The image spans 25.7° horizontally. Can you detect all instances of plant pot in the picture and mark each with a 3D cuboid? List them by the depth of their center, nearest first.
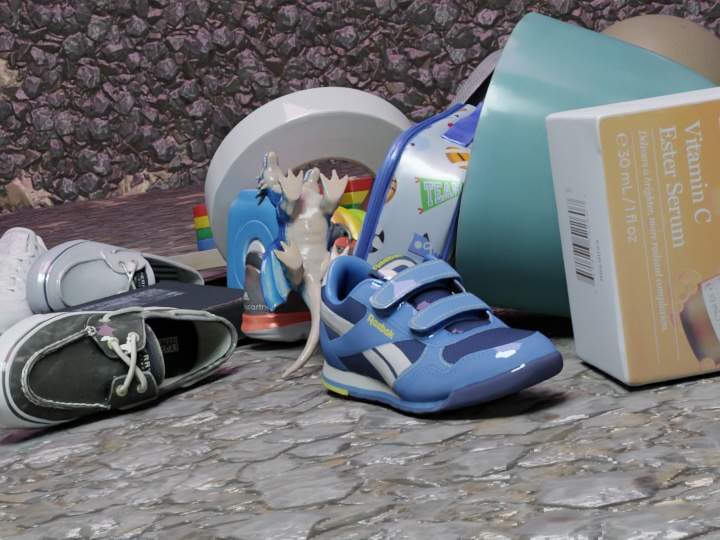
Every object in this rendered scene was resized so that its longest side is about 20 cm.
[{"bbox_3d":[0.170,-0.058,1.054,0.159,0.203,0.200,13,14,16],"label":"plant pot"},{"bbox_3d":[0.293,-0.165,1.626,0.198,0.202,0.134,-6,4,19],"label":"plant pot"}]

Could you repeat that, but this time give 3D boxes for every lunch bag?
[{"bbox_3d":[0.054,-0.037,1.104,0.075,0.162,0.200,20,20,12],"label":"lunch bag"}]

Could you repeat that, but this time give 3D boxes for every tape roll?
[{"bbox_3d":[-0.035,-0.064,1.360,0.201,0.204,0.037,-10,42,-10],"label":"tape roll"}]

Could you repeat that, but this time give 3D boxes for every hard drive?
[{"bbox_3d":[-0.172,0.042,1.273,0.139,0.033,0.199,-16,9,-28],"label":"hard drive"}]

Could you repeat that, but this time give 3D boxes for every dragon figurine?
[{"bbox_3d":[-0.040,-0.006,1.126,0.058,0.202,0.100,-1,-24,-11],"label":"dragon figurine"}]

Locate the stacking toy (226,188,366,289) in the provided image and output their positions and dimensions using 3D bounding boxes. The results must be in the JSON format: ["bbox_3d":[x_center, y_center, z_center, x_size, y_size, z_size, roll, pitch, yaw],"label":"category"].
[{"bbox_3d":[-0.009,-0.012,1.330,0.199,0.111,0.116,0,1,-38],"label":"stacking toy"}]

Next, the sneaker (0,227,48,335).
[{"bbox_3d":[-0.315,0.018,1.392,0.074,0.101,0.200,-6,9,3],"label":"sneaker"}]

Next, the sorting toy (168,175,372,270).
[{"bbox_3d":[-0.069,-0.050,1.606,0.198,0.070,0.199,-10,1,-40],"label":"sorting toy"}]

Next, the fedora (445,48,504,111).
[{"bbox_3d":[0.112,-0.078,1.282,0.090,0.201,0.177,28,-12,18],"label":"fedora"}]

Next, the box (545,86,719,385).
[{"bbox_3d":[0.223,-0.031,0.917,0.198,0.154,0.106,-10,7,-7],"label":"box"}]

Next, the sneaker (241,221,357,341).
[{"bbox_3d":[0.000,0.000,1.212,0.198,0.083,0.077,-11,7,-30],"label":"sneaker"}]

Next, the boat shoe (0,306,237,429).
[{"bbox_3d":[-0.160,0.055,1.035,0.063,0.071,0.199,-5,7,35],"label":"boat shoe"}]

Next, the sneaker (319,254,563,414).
[{"bbox_3d":[0.036,0.034,0.922,0.073,0.083,0.199,-12,10,-36],"label":"sneaker"}]

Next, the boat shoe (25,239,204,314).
[{"bbox_3d":[-0.213,0.007,1.409,0.066,0.074,0.200,-2,4,28],"label":"boat shoe"}]
